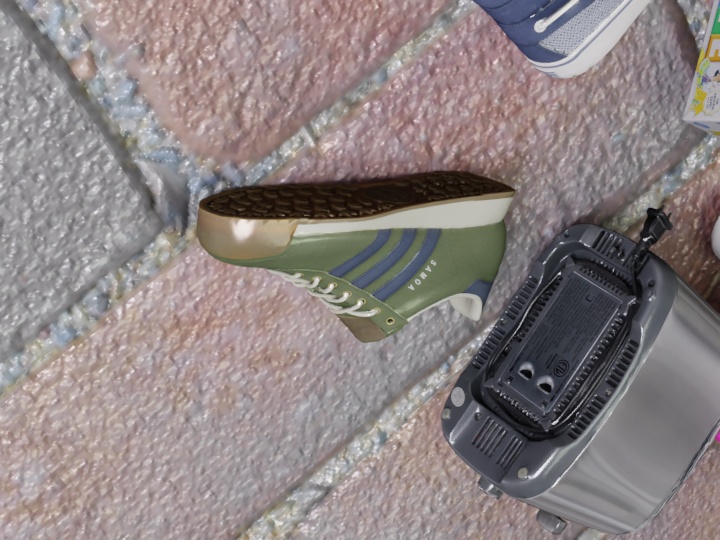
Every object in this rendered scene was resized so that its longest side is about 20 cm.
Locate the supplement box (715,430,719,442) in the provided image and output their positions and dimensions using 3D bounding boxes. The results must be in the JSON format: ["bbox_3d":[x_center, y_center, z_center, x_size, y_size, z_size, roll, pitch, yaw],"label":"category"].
[{"bbox_3d":[0.318,0.100,1.172,0.104,0.101,0.200,-58,151,5],"label":"supplement box"}]

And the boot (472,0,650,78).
[{"bbox_3d":[0.143,-0.205,0.970,0.090,0.073,0.201,34,94,-44],"label":"boot"}]

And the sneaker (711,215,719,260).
[{"bbox_3d":[0.322,-0.011,1.171,0.198,0.088,0.076,9,110,-34],"label":"sneaker"}]

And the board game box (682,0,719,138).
[{"bbox_3d":[0.291,-0.125,1.103,0.199,0.034,0.136,19,83,-37],"label":"board game box"}]

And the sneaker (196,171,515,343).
[{"bbox_3d":[0.000,0.000,0.987,0.198,0.067,0.091,-7,111,-33],"label":"sneaker"}]

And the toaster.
[{"bbox_3d":[0.152,0.065,1.091,0.129,0.113,0.201,33,90,-42],"label":"toaster"}]
